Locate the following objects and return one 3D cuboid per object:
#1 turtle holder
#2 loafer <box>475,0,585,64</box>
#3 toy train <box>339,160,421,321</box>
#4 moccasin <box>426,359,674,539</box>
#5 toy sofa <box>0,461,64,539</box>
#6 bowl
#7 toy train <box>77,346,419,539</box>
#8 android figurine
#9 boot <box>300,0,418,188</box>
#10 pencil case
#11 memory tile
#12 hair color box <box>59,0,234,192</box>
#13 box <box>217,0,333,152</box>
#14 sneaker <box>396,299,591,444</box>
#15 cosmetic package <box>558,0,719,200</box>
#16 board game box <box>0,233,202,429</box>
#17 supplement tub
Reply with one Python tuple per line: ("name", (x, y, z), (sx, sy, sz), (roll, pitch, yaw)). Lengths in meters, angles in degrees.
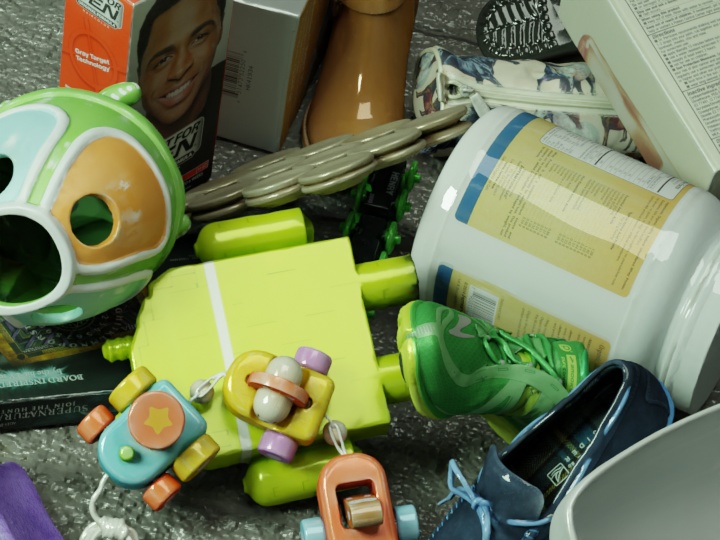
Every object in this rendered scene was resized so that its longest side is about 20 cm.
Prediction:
("turtle holder", (-0.204, -0.033, 1.560), (0.185, 0.141, 0.132), (7, 27, 14))
("loafer", (0.185, -0.179, 1.861), (0.199, 0.071, 0.073), (-4, 75, 10))
("toy train", (0.000, 0.000, 1.681), (0.042, 0.057, 0.200), (14, 46, 6))
("moccasin", (0.091, 0.123, 1.499), (0.200, 0.068, 0.080), (-48, 51, -4))
("toy sofa", (-0.194, 0.165, 1.454), (0.097, 0.083, 0.200), (-18, 50, -25))
("bowl", (0.205, 0.187, 1.474), (0.200, 0.075, 0.200), (-23, 82, -32))
("toy train", (-0.067, 0.117, 1.506), (0.199, 0.056, 0.151), (-3, 76, -7))
("android figurine", (-0.056, 0.052, 1.576), (0.199, 0.041, 0.183), (-13, 74, -7))
("boot", (0.005, -0.167, 1.785), (0.073, 0.155, 0.200), (7, 43, -4))
("pencil case", (0.137, -0.113, 1.806), (0.199, 0.078, 0.089), (3, 8, -8))
("memory tile", (-0.037, -0.063, 1.670), (0.200, 0.017, 0.153), (-12, 12, 42))
("hair color box", (-0.141, -0.127, 1.682), (0.061, 0.200, 0.101), (35, 49, 25))
("box", (-0.068, -0.200, 1.829), (0.097, 0.125, 0.200), (16, 44, 6))
("sneaker", (0.092, 0.058, 1.551), (0.200, 0.083, 0.074), (24, 52, -48))
("cosmetic package", (0.223, -0.134, 1.732), (0.103, 0.087, 0.200), (-18, 63, -16))
("board game box", (-0.155, 0.036, 1.635), (0.199, 0.028, 0.136), (-5, 46, -16))
("supplement tub", (0.147, -0.005, 1.651), (0.199, 0.145, 0.145), (25, 45, 15))
